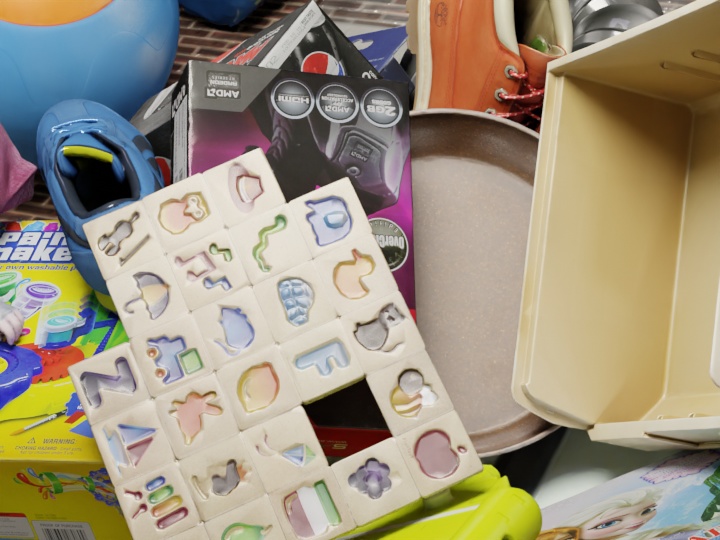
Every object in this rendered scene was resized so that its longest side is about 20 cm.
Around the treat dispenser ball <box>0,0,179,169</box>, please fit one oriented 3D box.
[{"bbox_3d":[-0.223,-0.169,1.388,0.200,0.201,0.201,-9,40,8],"label":"treat dispenser ball"}]

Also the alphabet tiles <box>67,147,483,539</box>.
[{"bbox_3d":[-0.056,0.044,1.005,0.167,0.008,0.200,-24,71,-3],"label":"alphabet tiles"}]

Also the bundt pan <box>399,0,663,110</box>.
[{"bbox_3d":[0.115,-0.132,1.334,0.201,0.076,0.202,-9,40,7],"label":"bundt pan"}]

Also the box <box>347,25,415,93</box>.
[{"bbox_3d":[-0.045,-0.078,1.310,0.121,0.032,0.200,-3,42,52],"label":"box"}]

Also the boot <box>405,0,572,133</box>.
[{"bbox_3d":[0.081,-0.092,1.201,0.075,0.201,0.107,-8,4,-33],"label":"boot"}]

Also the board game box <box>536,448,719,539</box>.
[{"bbox_3d":[0.114,0.147,0.959,0.200,0.041,0.200,-21,7,-8],"label":"board game box"}]

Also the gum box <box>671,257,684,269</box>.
[{"bbox_3d":[0.202,-0.015,1.174,0.200,0.066,0.114,14,47,31],"label":"gum box"}]

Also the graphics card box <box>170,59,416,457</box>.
[{"bbox_3d":[-0.035,-0.006,1.068,0.125,0.051,0.201,5,69,-15],"label":"graphics card box"}]

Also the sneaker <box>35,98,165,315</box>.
[{"bbox_3d":[-0.146,-0.059,1.147,0.066,0.079,0.200,-21,37,-6],"label":"sneaker"}]

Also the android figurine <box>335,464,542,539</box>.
[{"bbox_3d":[0.004,0.144,0.974,0.182,0.041,0.200,-18,10,35],"label":"android figurine"}]

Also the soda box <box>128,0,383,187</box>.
[{"bbox_3d":[-0.077,-0.088,1.218,0.200,0.063,0.071,-21,27,52],"label":"soda box"}]

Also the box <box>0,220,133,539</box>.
[{"bbox_3d":[-0.172,0.077,1.148,0.199,0.122,0.193,-1,41,17],"label":"box"}]

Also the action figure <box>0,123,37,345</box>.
[{"bbox_3d":[-0.246,-0.043,1.113,0.134,0.149,0.200,0,27,9],"label":"action figure"}]

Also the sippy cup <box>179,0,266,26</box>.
[{"bbox_3d":[-0.089,-0.256,1.511,0.130,0.140,0.178,-52,12,-22],"label":"sippy cup"}]

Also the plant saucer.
[{"bbox_3d":[0.048,0.010,1.123,0.200,0.035,0.201,1,70,-3],"label":"plant saucer"}]

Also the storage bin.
[{"bbox_3d":[0.166,-0.017,1.010,0.093,0.199,0.200,11,-10,-21],"label":"storage bin"}]
